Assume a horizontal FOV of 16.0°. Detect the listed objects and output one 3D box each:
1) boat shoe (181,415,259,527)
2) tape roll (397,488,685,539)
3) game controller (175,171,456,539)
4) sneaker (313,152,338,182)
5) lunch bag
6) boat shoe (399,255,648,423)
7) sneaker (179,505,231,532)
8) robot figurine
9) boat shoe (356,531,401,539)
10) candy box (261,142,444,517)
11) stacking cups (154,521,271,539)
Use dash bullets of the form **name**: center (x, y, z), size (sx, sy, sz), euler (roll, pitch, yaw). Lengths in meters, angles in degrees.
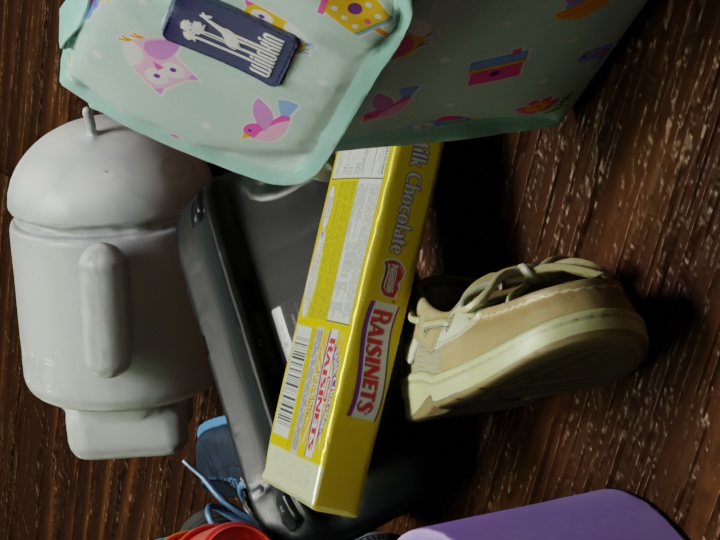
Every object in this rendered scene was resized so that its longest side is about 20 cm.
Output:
- **boat shoe**: center (-0.040, 0.105, 1.270), size (0.200, 0.084, 0.069), euler (151, 121, -71)
- **tape roll**: center (0.079, 0.191, 0.998), size (0.200, 0.085, 0.201), euler (171, 90, -70)
- **game controller**: center (-0.023, 0.030, 1.190), size (0.042, 0.104, 0.200), euler (43, -155, -59)
- **sneaker**: center (-0.033, -0.144, 1.156), size (0.079, 0.078, 0.201), euler (-147, 51, -62)
- **lunch bag**: center (-0.001, -0.116, 0.908), size (0.170, 0.199, 0.122), euler (124, 133, -60)
- **boat shoe**: center (0.057, 0.020, 1.004), size (0.201, 0.073, 0.063), euler (141, 121, -78)
- **sneaker**: center (-0.040, 0.227, 1.341), size (0.104, 0.060, 0.200), euler (-124, 16, -66)
- **robot figurine**: center (-0.134, 0.001, 1.413), size (0.170, 0.113, 0.201), euler (-105, 11, -75)
- **boat shoe**: center (0.003, 0.223, 1.228), size (0.065, 0.073, 0.200), euler (-122, 29, -55)
- **candy box**: center (0.000, 0.000, 1.092), size (0.102, 0.026, 0.201), euler (-170, 93, -74)
- **stacking cups**: center (-0.083, 0.156, 1.230), size (0.200, 0.060, 0.061), euler (153, 106, -68)
